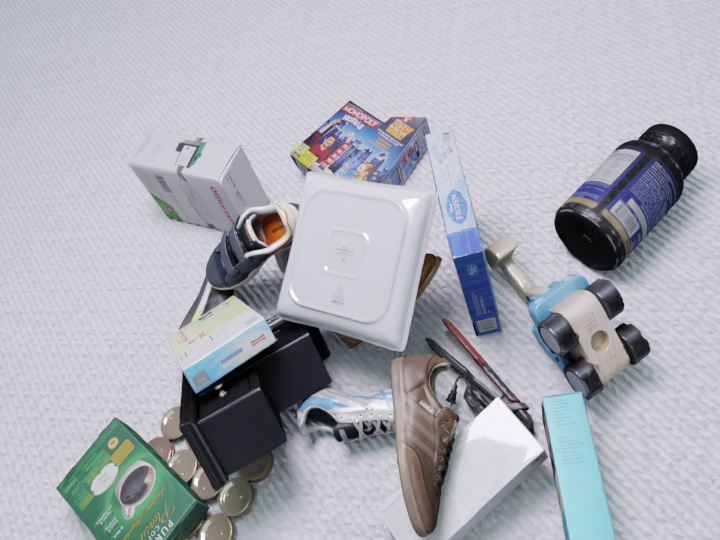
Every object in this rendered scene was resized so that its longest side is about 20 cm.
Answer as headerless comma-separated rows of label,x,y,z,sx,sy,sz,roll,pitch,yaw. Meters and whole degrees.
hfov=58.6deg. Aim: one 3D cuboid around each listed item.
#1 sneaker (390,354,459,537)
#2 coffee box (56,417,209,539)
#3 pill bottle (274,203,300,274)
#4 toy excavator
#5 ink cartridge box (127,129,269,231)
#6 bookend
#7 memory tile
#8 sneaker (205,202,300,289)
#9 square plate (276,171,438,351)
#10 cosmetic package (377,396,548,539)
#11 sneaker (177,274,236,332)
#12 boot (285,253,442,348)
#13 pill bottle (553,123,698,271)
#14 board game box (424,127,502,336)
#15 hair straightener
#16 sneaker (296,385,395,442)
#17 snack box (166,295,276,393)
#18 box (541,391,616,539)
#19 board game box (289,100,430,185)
sneaker,0.079,0.192,0.735,0.073,0.071,0.205,-10,65,9
coffee box,-0.307,0.304,0.859,0.197,0.044,0.124,28,70,31
pill bottle,-0.024,-0.043,0.970,0.194,0.113,0.115,4,59,19
toy excavator,0.248,0.049,0.839,0.099,0.200,0.197,-33,99,-8
ink cartridge box,-0.271,-0.149,1.095,0.195,0.147,0.086,13,61,23
bookend,-0.124,0.147,0.823,0.195,0.094,0.200,-28,17,-7
memory tile,-0.226,0.282,0.885,0.196,0.017,0.156,16,64,26
sneaker,-0.162,-0.039,0.922,0.198,0.079,0.080,-32,76,20
square plate,-0.013,-0.019,0.818,0.195,0.028,0.204,12,87,27
cosmetic package,0.121,0.252,0.758,0.199,0.051,0.083,-42,57,0
sneaker,-0.215,0.060,1.006,0.081,0.072,0.204,20,66,4
boot,0.000,0.000,0.878,0.199,0.155,0.074,-39,6,21
pill bottle,0.370,-0.106,0.886,0.200,0.113,0.111,-43,56,-13
board game box,0.140,-0.048,0.866,0.042,0.201,0.203,-13,54,11
hair straightener,0.150,0.158,0.840,0.077,0.041,0.201,-43,61,3
sneaker,0.008,0.192,0.831,0.195,0.073,0.073,-3,42,23
snack box,-0.192,0.091,0.857,0.115,0.038,0.199,-33,17,-16
box,0.245,0.249,0.717,0.048,0.083,0.204,-10,56,11
board game box,0.015,-0.198,1.088,0.199,0.062,0.199,-42,56,-12
